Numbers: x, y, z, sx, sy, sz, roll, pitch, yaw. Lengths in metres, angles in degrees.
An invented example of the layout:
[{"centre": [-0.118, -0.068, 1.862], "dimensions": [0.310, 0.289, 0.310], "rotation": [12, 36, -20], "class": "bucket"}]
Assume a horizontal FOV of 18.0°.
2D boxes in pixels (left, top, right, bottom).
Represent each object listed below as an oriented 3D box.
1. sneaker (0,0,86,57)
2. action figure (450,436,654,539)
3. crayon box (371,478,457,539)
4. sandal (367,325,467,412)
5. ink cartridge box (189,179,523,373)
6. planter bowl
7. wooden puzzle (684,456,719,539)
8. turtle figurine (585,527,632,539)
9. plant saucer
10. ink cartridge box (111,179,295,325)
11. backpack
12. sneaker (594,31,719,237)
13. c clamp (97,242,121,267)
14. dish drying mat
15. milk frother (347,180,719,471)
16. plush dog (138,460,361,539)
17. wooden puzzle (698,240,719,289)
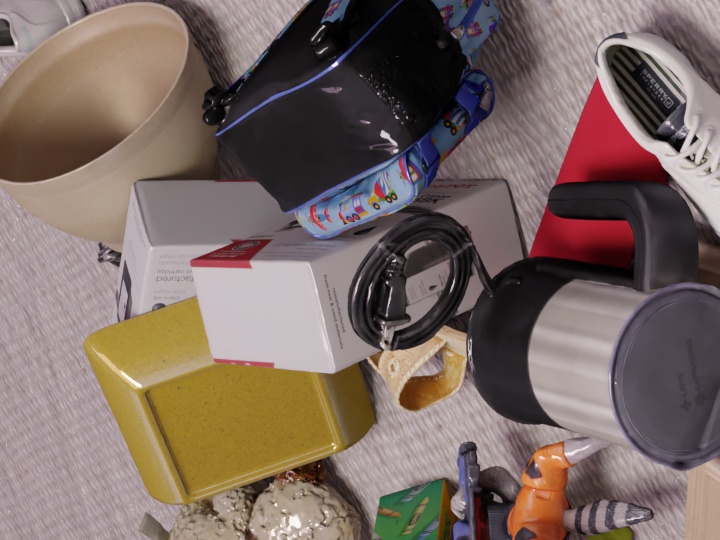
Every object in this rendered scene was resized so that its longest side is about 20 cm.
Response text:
[{"centre": [-0.331, -0.219, 2.013], "dimensions": [0.199, 0.088, 0.076], "rotation": [7, 118, 49], "class": "sneaker"}, {"centre": [0.127, 0.213, 1.646], "dimensions": [0.194, 0.104, 0.202], "rotation": [132, 142, -63], "class": "action figure"}, {"centre": [0.053, 0.251, 1.757], "dimensions": [0.058, 0.200, 0.120], "rotation": [-17, 102, 8], "class": "crayon box"}, {"centre": [0.050, 0.074, 1.721], "dimensions": [0.211, 0.070, 0.078], "rotation": [7, 158, 45], "class": "sandal"}, {"centre": [0.000, 0.000, 1.653], "dimensions": [0.146, 0.199, 0.084], "rotation": [1, 109, 49], "class": "ink cartridge box"}, {"centre": [-0.195, -0.101, 1.858], "dimensions": [0.199, 0.201, 0.135], "rotation": [17, 151, 44], "class": "planter bowl"}, {"centre": [0.294, 0.212, 1.520], "dimensions": [0.185, 0.037, 0.201], "rotation": [36, 154, 32], "class": "wooden puzzle"}, {"centre": [0.164, 0.263, 1.720], "dimensions": [0.200, 0.064, 0.162], "rotation": [55, 137, 32], "class": "turtle figurine"}, {"centre": [-0.097, 0.103, 1.798], "dimensions": [0.049, 0.198, 0.201], "rotation": [-109, 0, -47], "class": "plant saucer"}, {"centre": [-0.119, 0.029, 1.819], "dimensions": [0.084, 0.144, 0.201], "rotation": [-111, 25, -45], "class": "ink cartridge box"}, {"centre": [0.016, -0.141, 1.570], "dimensions": [0.135, 0.200, 0.182], "rotation": [48, 143, -14], "class": "backpack"}, {"centre": [0.216, -0.073, 1.437], "dimensions": [0.200, 0.071, 0.073], "rotation": [46, 112, 22], "class": "sneaker"}, {"centre": [-0.235, -0.083, 2.036], "dimensions": [0.170, 0.027, 0.201], "rotation": [-26, 91, 47], "class": "c clamp"}, {"centre": [0.168, -0.047, 1.574], "dimensions": [0.077, 0.018, 0.201], "rotation": [42, 138, 25], "class": "dish drying mat"}, {"centre": [0.120, 0.041, 1.476], "dimensions": [0.188, 0.199, 0.182], "rotation": [10, 117, 63], "class": "milk frother"}, {"centre": [-0.076, 0.235, 1.952], "dimensions": [0.171, 0.160, 0.201], "rotation": [-25, 91, 30], "class": "plush dog"}, {"centre": [0.280, 0.074, 1.493], "dimensions": [0.199, 0.037, 0.186], "rotation": [25, 133, 46], "class": "wooden puzzle"}]
